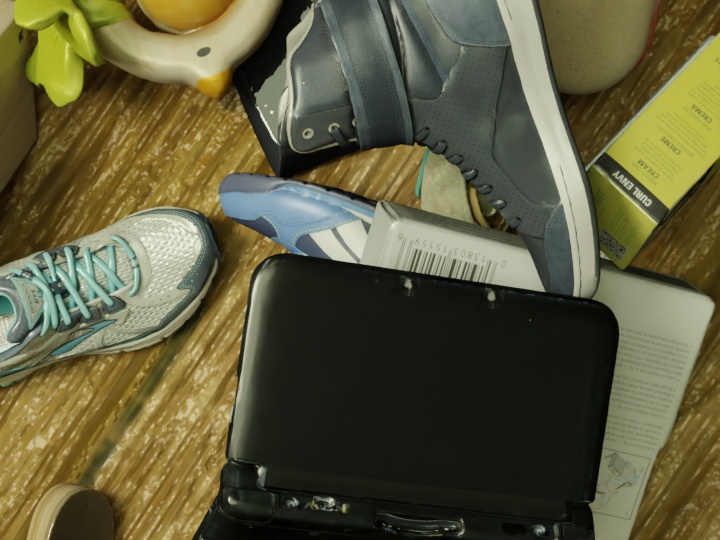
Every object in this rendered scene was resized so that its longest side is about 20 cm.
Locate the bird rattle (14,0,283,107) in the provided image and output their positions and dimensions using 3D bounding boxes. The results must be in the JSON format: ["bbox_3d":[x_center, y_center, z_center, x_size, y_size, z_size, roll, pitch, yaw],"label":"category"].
[{"bbox_3d":[-0.121,-0.184,1.032,0.162,0.113,0.201,24,71,-2],"label":"bird rattle"}]

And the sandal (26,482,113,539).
[{"bbox_3d":[-0.208,0.230,1.061,0.069,0.077,0.214,7,78,41],"label":"sandal"}]

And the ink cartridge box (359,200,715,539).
[{"bbox_3d":[0.079,0.070,0.989,0.198,0.044,0.175,14,103,-18],"label":"ink cartridge box"}]

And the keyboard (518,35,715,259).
[{"bbox_3d":[0.158,-0.048,1.046,0.200,0.011,0.056,-46,75,3],"label":"keyboard"}]

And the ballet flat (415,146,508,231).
[{"bbox_3d":[0.074,-0.098,0.984,0.062,0.201,0.067,34,55,24],"label":"ballet flat"}]

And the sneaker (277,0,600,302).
[{"bbox_3d":[0.037,-0.061,0.908,0.145,0.077,0.204,-20,107,-1],"label":"sneaker"}]

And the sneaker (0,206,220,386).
[{"bbox_3d":[-0.177,0.021,1.052,0.199,0.086,0.078,-25,83,6],"label":"sneaker"}]

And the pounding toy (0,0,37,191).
[{"bbox_3d":[-0.316,-0.099,1.013,0.198,0.185,0.143,13,132,10],"label":"pounding toy"}]

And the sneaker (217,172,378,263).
[{"bbox_3d":[0.000,0.000,1.034,0.198,0.074,0.083,23,97,14],"label":"sneaker"}]

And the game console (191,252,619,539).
[{"bbox_3d":[0.019,0.095,0.934,0.198,0.176,0.117,9,58,-15],"label":"game console"}]

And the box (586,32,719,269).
[{"bbox_3d":[0.198,-0.093,0.978,0.050,0.075,0.200,42,70,9],"label":"box"}]

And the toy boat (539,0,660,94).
[{"bbox_3d":[0.120,-0.210,1.011,0.129,0.131,0.201,15,130,10],"label":"toy boat"}]

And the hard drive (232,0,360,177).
[{"bbox_3d":[-0.029,-0.171,1.067,0.134,0.042,0.202,-20,82,7],"label":"hard drive"}]
